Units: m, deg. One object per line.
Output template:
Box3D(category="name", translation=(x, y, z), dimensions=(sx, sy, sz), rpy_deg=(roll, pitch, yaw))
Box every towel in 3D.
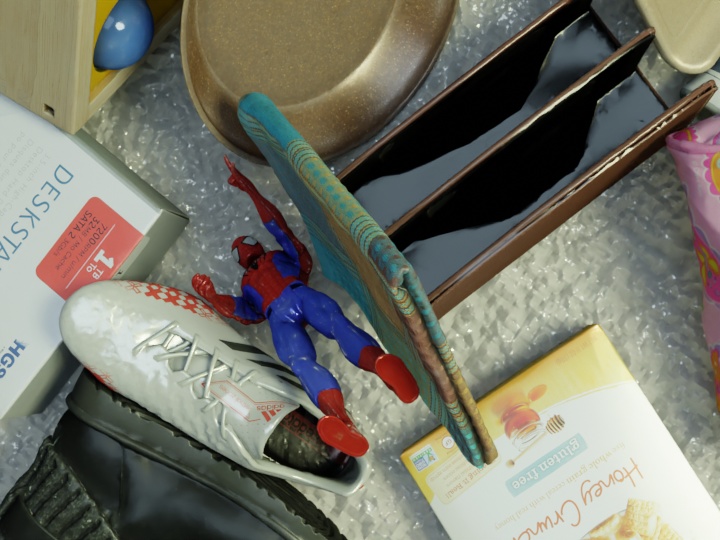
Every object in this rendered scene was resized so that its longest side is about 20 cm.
Box3D(category="towel", translation=(0.000, 0.000, 0.676), dimensions=(0.022, 0.147, 0.200), rpy_deg=(-32, 40, -5))

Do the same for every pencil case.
Box3D(category="pencil case", translation=(0.226, 0.006, 0.708), dimensions=(0.086, 0.088, 0.203), rpy_deg=(-14, 106, 3))

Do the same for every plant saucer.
Box3D(category="plant saucer", translation=(-0.025, -0.157, 0.733), dimensions=(0.201, 0.200, 0.037), rpy_deg=(-51, 51, -1))

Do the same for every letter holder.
Box3D(category="letter holder", translation=(0.084, -0.068, 0.724), dimensions=(0.199, 0.142, 0.101), rpy_deg=(-37, 85, 1))

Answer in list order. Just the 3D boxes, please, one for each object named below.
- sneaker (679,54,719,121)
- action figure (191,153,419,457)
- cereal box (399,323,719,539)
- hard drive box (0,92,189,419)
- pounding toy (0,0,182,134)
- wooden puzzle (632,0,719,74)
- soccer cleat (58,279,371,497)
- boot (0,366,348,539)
Box3D(category="sneaker", translation=(0.308, -0.094, 0.742), dimensions=(0.202, 0.077, 0.147), rpy_deg=(41, 93, 7))
Box3D(category="action figure", translation=(-0.048, 0.010, 0.705), dimensions=(0.065, 0.200, 0.099), rpy_deg=(-44, 121, 0))
Box3D(category="cereal box", translation=(0.134, 0.154, 0.758), dimensions=(0.143, 0.040, 0.201), rpy_deg=(-34, 85, 1))
Box3D(category="hard drive box", translation=(-0.230, -0.035, 0.779), dimensions=(0.199, 0.077, 0.156), rpy_deg=(38, 90, 5))
Box3D(category="pounding toy", translation=(-0.122, -0.207, 0.713), dimensions=(0.141, 0.185, 0.201), rpy_deg=(30, 54, 6))
Box3D(category="wooden puzzle", translation=(0.180, -0.244, 0.723), dimensions=(0.186, 0.046, 0.200), rpy_deg=(-53, 124, -17))
Box3D(category="soccer cleat", translation=(-0.077, 0.068, 0.727), dimensions=(0.199, 0.085, 0.069), rpy_deg=(34, 89, -19))
Box3D(category="boot", translation=(-0.119, 0.173, 0.756), dimensions=(0.210, 0.079, 0.159), rpy_deg=(31, 91, 4))
